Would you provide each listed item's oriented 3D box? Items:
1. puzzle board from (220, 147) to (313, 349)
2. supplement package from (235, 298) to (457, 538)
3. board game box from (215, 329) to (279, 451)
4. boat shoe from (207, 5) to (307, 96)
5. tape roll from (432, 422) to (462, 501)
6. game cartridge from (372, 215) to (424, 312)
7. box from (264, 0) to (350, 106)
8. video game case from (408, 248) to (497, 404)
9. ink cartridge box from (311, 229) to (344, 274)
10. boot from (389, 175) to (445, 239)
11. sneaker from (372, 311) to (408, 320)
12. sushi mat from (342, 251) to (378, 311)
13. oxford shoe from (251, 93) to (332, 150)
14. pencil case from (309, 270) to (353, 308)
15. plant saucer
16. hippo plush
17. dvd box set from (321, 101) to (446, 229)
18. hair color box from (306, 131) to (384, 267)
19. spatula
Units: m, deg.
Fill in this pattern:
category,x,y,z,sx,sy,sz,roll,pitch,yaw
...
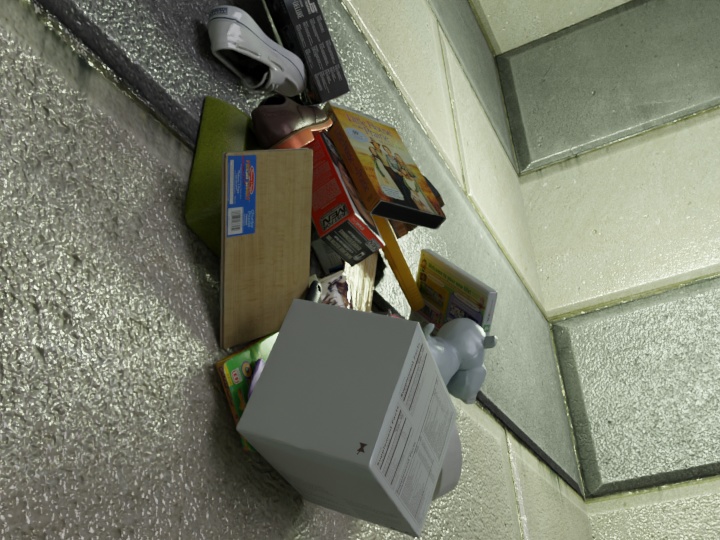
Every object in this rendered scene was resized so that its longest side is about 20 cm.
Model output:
category,x,y,z,sx,sy,sz,roll,pitch,yaw
puzzle board,-0.104,-0.030,0.859,0.149,0.017,0.206,-15,111,-56
supplement package,-0.003,0.157,0.820,0.153,0.148,0.201,-67,151,-27
board game box,-0.099,0.124,0.872,0.200,0.029,0.098,-29,102,-72
boat shoe,-0.136,-0.268,1.029,0.199,0.072,0.067,25,62,-56
tape roll,0.060,0.202,1.025,0.036,0.202,0.208,-18,92,-27
game cartridge,0.039,-0.053,1.285,0.177,0.032,0.203,-113,179,-65
box,-0.085,-0.346,1.136,0.158,0.049,0.204,-143,-149,-74
video game case,0.140,0.085,1.253,0.199,0.022,0.187,37,-57,56
ink cartridge box,-0.021,-0.056,1.197,0.101,0.038,0.202,63,22,-25
boot,0.078,-0.120,1.322,0.076,0.095,0.201,63,2,-27
sneaker,0.057,0.142,1.201,0.201,0.072,0.088,56,28,-40
sushi mat,0.000,0.000,1.142,0.203,0.012,0.097,-82,149,-46
oxford shoe,-0.085,-0.191,0.971,0.073,0.070,0.200,57,15,-12
pencil case,-0.029,0.102,1.000,0.089,0.076,0.205,-53,127,-86
plant saucer,-0.123,-0.083,0.936,0.201,0.047,0.204,52,30,-45
hippo plush,0.100,0.126,1.129,0.159,0.157,0.205,-23,116,-39
dvd box set,0.032,-0.153,1.133,0.144,0.029,0.203,11,43,-44
hair color box,-0.043,-0.115,1.079,0.101,0.060,0.203,41,22,-56
spatula,-0.078,0.083,0.869,0.057,0.020,0.202,60,38,-32
